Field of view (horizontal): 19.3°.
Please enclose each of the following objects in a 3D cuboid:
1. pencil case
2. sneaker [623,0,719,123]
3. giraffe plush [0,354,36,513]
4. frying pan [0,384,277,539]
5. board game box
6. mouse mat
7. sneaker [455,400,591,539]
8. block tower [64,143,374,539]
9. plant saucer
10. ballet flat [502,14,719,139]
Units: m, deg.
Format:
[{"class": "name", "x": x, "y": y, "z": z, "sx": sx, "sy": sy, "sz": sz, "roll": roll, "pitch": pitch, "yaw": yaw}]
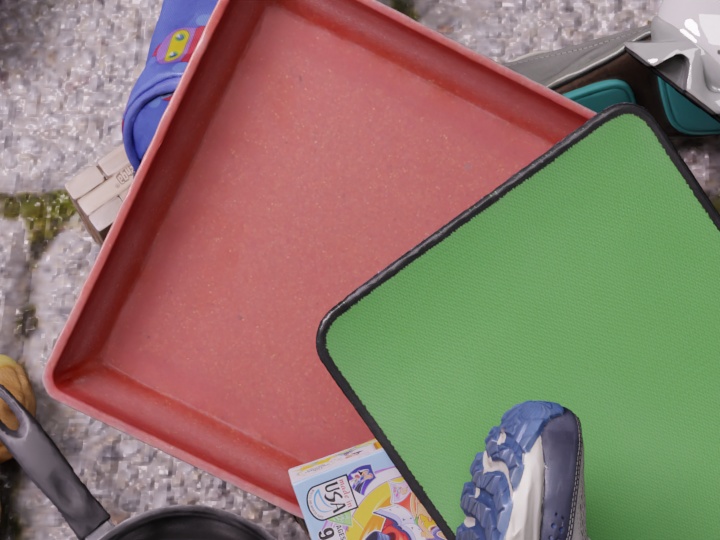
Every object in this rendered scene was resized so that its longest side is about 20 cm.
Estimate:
[{"class": "pencil case", "x": -0.048, "y": -0.115, "z": 0.964, "sx": 0.077, "sy": 0.087, "sz": 0.201, "roll": -5, "pitch": 44, "yaw": 21}, {"class": "sneaker", "x": 0.217, "y": -0.069, "z": 0.912, "sx": 0.199, "sy": 0.074, "sz": 0.089, "roll": 38, "pitch": 96, "yaw": -8}, {"class": "giraffe plush", "x": -0.255, "y": 0.056, "z": 0.896, "sx": 0.198, "sy": 0.162, "sz": 0.174, "roll": 16, "pitch": 70, "yaw": 11}, {"class": "frying pan", "x": -0.107, "y": 0.141, "z": 0.902, "sx": 0.189, "sy": 0.031, "sz": 0.116, "roll": 28, "pitch": 77, "yaw": 4}, {"class": "board game box", "x": 0.066, "y": 0.153, "z": 0.845, "sx": 0.133, "sy": 0.034, "sz": 0.202, "roll": -20, "pitch": 95, "yaw": -3}, {"class": "mouse mat", "x": 0.098, "y": 0.058, "z": 0.821, "sx": 0.160, "sy": 0.008, "sz": 0.201, "roll": -35, "pitch": 97, "yaw": -2}, {"class": "sneaker", "x": 0.080, "y": 0.143, "z": 0.792, "sx": 0.084, "sy": 0.077, "sz": 0.202, "roll": -2, "pitch": 107, "yaw": -6}, {"class": "block tower", "x": -0.055, "y": 0.029, "z": 0.945, "sx": 0.054, "sy": 0.058, "sz": 0.200, "roll": -35, "pitch": 70, "yaw": -8}, {"class": "plant saucer", "x": 0.000, "y": 0.000, "z": 0.865, "sx": 0.199, "sy": 0.037, "sz": 0.201, "roll": 26, "pitch": 92, "yaw": -5}, {"class": "ballet flat", "x": 0.126, "y": -0.091, "z": 0.975, "sx": 0.198, "sy": 0.068, "sz": 0.064, "roll": -16, "pitch": 37, "yaw": -4}]
